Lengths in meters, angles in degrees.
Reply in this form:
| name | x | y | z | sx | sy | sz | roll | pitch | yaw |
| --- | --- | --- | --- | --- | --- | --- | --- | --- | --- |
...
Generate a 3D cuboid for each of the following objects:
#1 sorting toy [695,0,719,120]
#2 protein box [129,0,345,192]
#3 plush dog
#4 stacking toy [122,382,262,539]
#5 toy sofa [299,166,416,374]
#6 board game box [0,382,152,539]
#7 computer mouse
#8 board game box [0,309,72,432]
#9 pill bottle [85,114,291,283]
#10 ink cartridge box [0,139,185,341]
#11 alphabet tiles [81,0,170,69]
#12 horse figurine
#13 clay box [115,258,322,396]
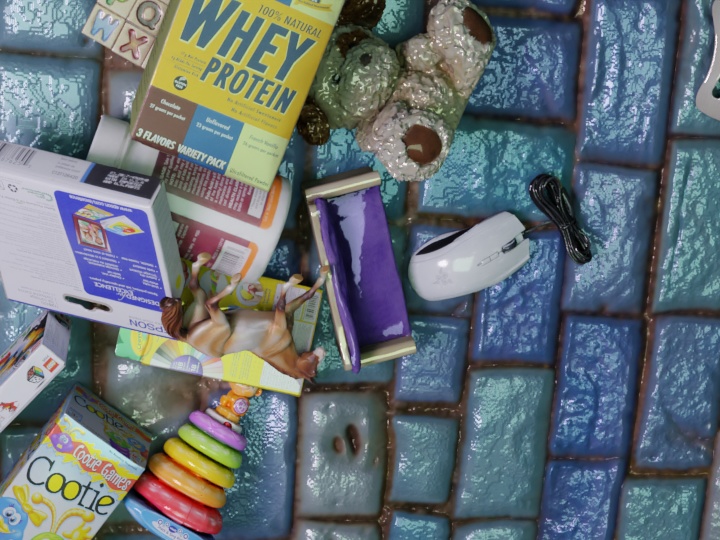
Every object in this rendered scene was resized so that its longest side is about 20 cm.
| name | x | y | z | sx | sy | sz | roll | pitch | yaw |
| --- | --- | --- | --- | --- | --- | --- | --- | --- | --- |
| sorting toy | 0.456 | -0.221 | 1.321 | 0.178 | 0.107 | 0.202 | 8 | 105 | 8 |
| protein box | -0.118 | -0.207 | 1.149 | 0.134 | 0.199 | 0.202 | 20 | 101 | -15 |
| plush dog | 0.021 | -0.182 | 1.239 | 0.170 | 0.161 | 0.202 | 25 | 72 | -2 |
| stacking toy | -0.162 | 0.191 | 1.324 | 0.115 | 0.110 | 0.201 | 32 | 83 | -15 |
| toy sofa | 0.000 | 0.000 | 1.288 | 0.082 | 0.098 | 0.202 | -14 | 107 | -5 |
| board game box | -0.320 | 0.238 | 1.291 | 0.105 | 0.103 | 0.201 | 37 | 96 | -12 |
| computer mouse | 0.148 | -0.020 | 1.336 | 0.198 | 0.044 | 0.111 | -26 | 109 | -2 |
| board game box | -0.372 | 0.132 | 1.245 | 0.200 | 0.126 | 0.035 | -45 | 108 | 4 |
| pill bottle | -0.178 | -0.073 | 1.227 | 0.198 | 0.114 | 0.115 | 21 | 101 | -14 |
| ink cartridge box | -0.269 | -0.028 | 1.189 | 0.195 | 0.047 | 0.201 | 13 | 143 | 11 |
| alphabet tiles | -0.152 | -0.261 | 1.236 | 0.199 | 0.008 | 0.168 | 28 | 99 | -16 |
| horse figurine | -0.115 | 0.048 | 1.219 | 0.198 | 0.050 | 0.133 | 4 | 129 | -27 |
| clay box | -0.148 | 0.055 | 1.291 | 0.198 | 0.048 | 0.116 | 13 | 87 | -12 |
